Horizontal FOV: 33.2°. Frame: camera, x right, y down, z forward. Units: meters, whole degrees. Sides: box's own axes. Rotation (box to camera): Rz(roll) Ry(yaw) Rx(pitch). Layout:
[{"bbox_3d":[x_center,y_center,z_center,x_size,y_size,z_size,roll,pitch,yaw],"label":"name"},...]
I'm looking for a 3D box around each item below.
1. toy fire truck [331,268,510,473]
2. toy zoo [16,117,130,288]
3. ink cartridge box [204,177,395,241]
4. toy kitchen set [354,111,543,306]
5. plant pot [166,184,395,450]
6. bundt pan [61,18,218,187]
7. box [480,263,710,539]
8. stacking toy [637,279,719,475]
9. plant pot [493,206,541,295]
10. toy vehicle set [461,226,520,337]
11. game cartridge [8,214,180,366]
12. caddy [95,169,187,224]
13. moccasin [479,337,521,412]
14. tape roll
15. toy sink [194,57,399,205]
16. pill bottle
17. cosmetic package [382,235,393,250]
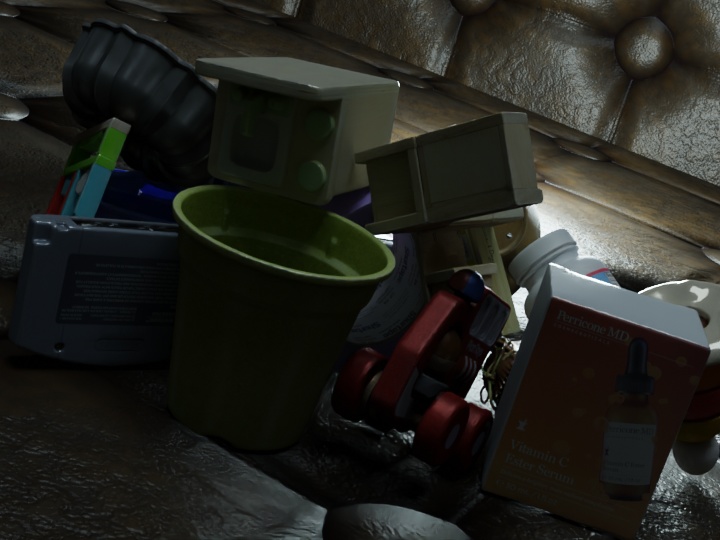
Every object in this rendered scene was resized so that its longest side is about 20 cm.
[{"bbox_3d":[0.072,0.082,1.101,0.111,0.169,0.200,25,-3,24],"label":"toy fire truck"},{"bbox_3d":[-0.283,-0.044,1.158,0.020,0.202,0.131,24,-12,-25],"label":"toy zoo"},{"bbox_3d":[-0.084,-0.092,1.345,0.198,0.044,0.196,6,17,-36],"label":"ink cartridge box"},{"bbox_3d":[0.131,-0.047,1.137,0.179,0.165,0.199,-11,-2,42],"label":"toy kitchen set"},{"bbox_3d":[-0.089,0.048,1.067,0.198,0.186,0.201,15,19,-5],"label":"plant pot"},{"bbox_3d":[-0.216,-0.155,1.208,0.201,0.076,0.202,29,-18,11],"label":"bundt pan"},{"bbox_3d":[0.213,0.120,1.118,0.151,0.202,0.106,18,18,3],"label":"box"},{"bbox_3d":[0.340,0.125,1.249,0.144,0.202,0.147,-9,29,5],"label":"stacking toy"},{"bbox_3d":[0.143,-0.052,1.458,0.184,0.188,0.200,17,-6,0],"label":"plant pot"},{"bbox_3d":[0.102,-0.018,1.312,0.026,0.202,0.124,-12,-4,-31],"label":"toy vehicle set"},{"bbox_3d":[-0.219,0.021,1.104,0.198,0.134,0.041,4,23,-38],"label":"game cartridge"},{"bbox_3d":[-0.218,-0.054,1.303,0.198,0.106,0.142,15,17,-8],"label":"caddy"},{"bbox_3d":[0.159,0.114,1.287,0.077,0.074,0.202,13,19,5],"label":"moccasin"},{"bbox_3d":[0.000,0.000,1.263,0.198,0.202,0.085,4,22,-35],"label":"tape roll"},{"bbox_3d":[-0.063,-0.133,1.139,0.129,0.113,0.200,15,15,19],"label":"toy sink"},{"bbox_3d":[0.254,0.057,1.357,0.108,0.109,0.201,-9,61,-53],"label":"pill bottle"},{"bbox_3d":[-0.018,0.005,1.375,0.198,0.114,0.081,7,19,-34],"label":"cosmetic package"}]
